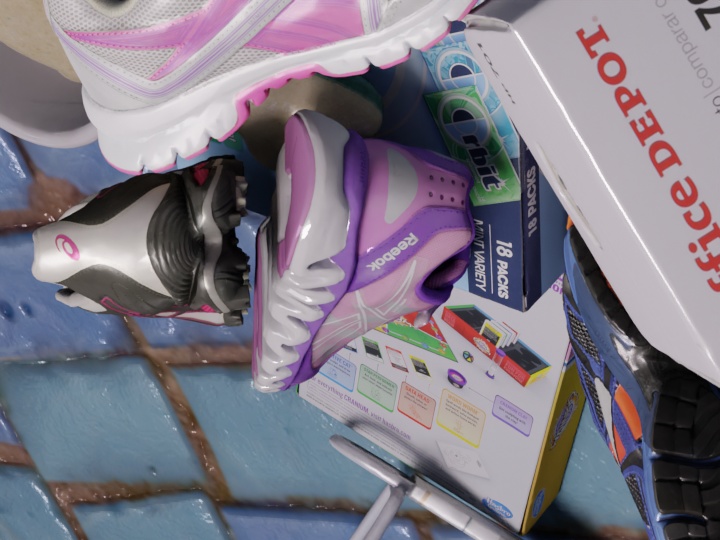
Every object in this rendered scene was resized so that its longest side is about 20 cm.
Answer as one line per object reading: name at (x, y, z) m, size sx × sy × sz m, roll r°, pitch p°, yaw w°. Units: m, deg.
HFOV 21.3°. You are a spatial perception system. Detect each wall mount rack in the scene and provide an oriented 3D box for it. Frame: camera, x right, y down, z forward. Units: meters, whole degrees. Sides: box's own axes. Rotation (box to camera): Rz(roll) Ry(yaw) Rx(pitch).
wall mount rack at (0.053, 0.168, 1.048) m, size 0.200 × 0.075 × 0.174 m, roll 32°, pitch 177°, yaw 2°

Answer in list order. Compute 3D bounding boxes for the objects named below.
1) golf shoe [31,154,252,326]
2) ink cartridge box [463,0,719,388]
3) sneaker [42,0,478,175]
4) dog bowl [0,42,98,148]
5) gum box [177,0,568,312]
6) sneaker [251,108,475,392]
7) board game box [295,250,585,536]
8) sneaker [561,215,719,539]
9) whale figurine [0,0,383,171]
golf shoe at (-0.090, -0.013, 0.841) m, size 0.200 × 0.088 × 0.078 m, roll 116°, pitch 149°, yaw -85°
ink cartridge box at (0.158, -0.077, 0.646) m, size 0.147 × 0.200 × 0.086 m, roll 57°, pitch 177°, yaw -12°
sneaker at (-0.031, -0.113, 0.676) m, size 0.199 × 0.082 × 0.088 m, roll -28°, pitch 125°, yaw 16°
dog bowl at (-0.173, -0.154, 1.011) m, size 0.199 × 0.059 × 0.201 m, roll 26°, pitch 137°, yaw 26°
gum box at (-0.003, -0.089, 0.852) m, size 0.199 × 0.045 × 0.171 m, roll 21°, pitch 134°, yaw 30°
sneaker at (0.000, 0.000, 0.832) m, size 0.088 × 0.081 × 0.200 m, roll 2°, pitch 158°, yaw -11°
board game box at (0.046, 0.024, 0.969) m, size 0.153 × 0.040 × 0.201 m, roll 31°, pitch 139°, yaw 20°
sneaker at (0.133, 0.064, 0.785) m, size 0.079 × 0.075 × 0.201 m, roll 98°, pitch 161°, yaw -61°
whale figurine at (-0.075, -0.124, 0.797) m, size 0.200 × 0.104 × 0.159 m, roll 36°, pitch 147°, yaw -24°
